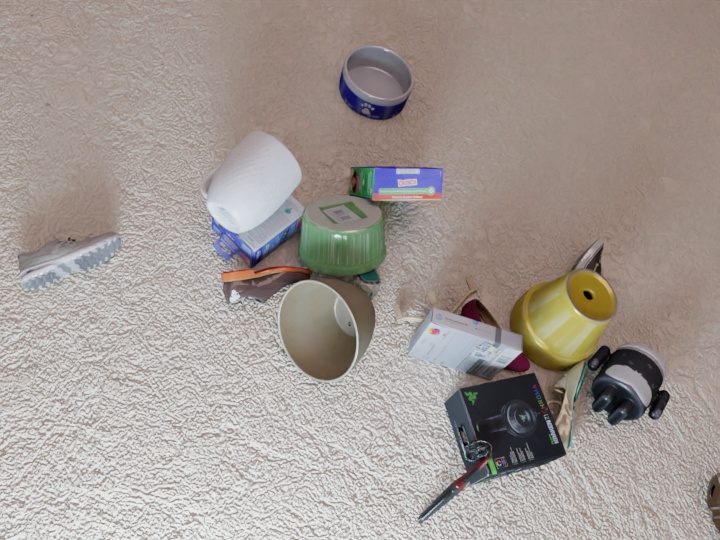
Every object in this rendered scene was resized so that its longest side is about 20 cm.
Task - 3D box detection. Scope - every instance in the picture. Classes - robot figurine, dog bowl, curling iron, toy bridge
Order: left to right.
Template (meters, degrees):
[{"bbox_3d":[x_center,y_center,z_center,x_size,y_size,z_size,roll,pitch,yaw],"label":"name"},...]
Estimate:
[{"bbox_3d":[0.042,-0.513,1.620,0.196,0.079,0.204,7,59,-13],"label":"dog bowl"},{"bbox_3d":[0.165,0.078,1.305,0.197,0.027,0.068,-22,65,3],"label":"toy bridge"},{"bbox_3d":[0.176,0.397,1.119,0.049,0.026,0.201,40,94,27],"label":"curling iron"},{"bbox_3d":[0.595,0.250,1.324,0.199,0.124,0.152,-39,107,-30],"label":"robot figurine"}]

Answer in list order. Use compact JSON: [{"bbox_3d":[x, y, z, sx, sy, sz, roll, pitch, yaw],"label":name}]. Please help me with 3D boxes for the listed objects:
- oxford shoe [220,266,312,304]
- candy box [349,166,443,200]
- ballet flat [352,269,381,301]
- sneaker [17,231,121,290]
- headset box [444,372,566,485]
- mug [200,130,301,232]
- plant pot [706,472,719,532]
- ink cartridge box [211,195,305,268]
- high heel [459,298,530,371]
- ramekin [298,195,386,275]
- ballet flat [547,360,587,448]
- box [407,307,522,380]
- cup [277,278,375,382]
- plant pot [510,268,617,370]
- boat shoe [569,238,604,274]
[{"bbox_3d":[-0.195,0.030,1.262,0.196,0.071,0.074,-6,91,-22],"label":"oxford shoe"},{"bbox_3d":[0.078,-0.203,1.384,0.166,0.200,0.079,-1,98,-16],"label":"candy box"},{"bbox_3d":[0.000,0.000,1.316,0.070,0.073,0.201,6,32,-13],"label":"ballet flat"},{"bbox_3d":[-0.576,-0.041,1.172,0.198,0.075,0.083,-25,72,-26],"label":"sneaker"},{"bbox_3d":[0.284,0.320,1.209,0.196,0.093,0.177,-6,63,-19],"label":"headset box"},{"bbox_3d":[-0.248,-0.178,1.234,0.197,0.149,0.176,18,60,33],"label":"mug"},{"bbox_3d":[0.855,0.487,1.234,0.194,0.201,0.204,-5,62,-9],"label":"plant pot"},{"bbox_3d":[-0.233,-0.104,1.308,0.136,0.077,0.199,42,57,11],"label":"ink cartridge box"},{"bbox_3d":[0.303,0.146,1.309,0.198,0.097,0.068,33,53,4],"label":"high heel"},{"bbox_3d":[-0.038,-0.083,1.290,0.195,0.099,0.201,2,32,-1],"label":"ramekin"},{"bbox_3d":[0.442,0.282,1.290,0.068,0.070,0.203,24,65,-2],"label":"ballet flat"},{"bbox_3d":[0.215,0.157,1.244,0.196,0.157,0.042,16,55,-6],"label":"box"},{"bbox_3d":[-0.048,0.103,1.197,0.201,0.201,0.142,49,33,14],"label":"cup"},{"bbox_3d":[0.466,0.096,1.333,0.197,0.190,0.204,7,58,-12],"label":"plant pot"},{"bbox_3d":[0.567,0.003,1.490,0.063,0.071,0.200,38,66,8],"label":"boat shoe"}]
